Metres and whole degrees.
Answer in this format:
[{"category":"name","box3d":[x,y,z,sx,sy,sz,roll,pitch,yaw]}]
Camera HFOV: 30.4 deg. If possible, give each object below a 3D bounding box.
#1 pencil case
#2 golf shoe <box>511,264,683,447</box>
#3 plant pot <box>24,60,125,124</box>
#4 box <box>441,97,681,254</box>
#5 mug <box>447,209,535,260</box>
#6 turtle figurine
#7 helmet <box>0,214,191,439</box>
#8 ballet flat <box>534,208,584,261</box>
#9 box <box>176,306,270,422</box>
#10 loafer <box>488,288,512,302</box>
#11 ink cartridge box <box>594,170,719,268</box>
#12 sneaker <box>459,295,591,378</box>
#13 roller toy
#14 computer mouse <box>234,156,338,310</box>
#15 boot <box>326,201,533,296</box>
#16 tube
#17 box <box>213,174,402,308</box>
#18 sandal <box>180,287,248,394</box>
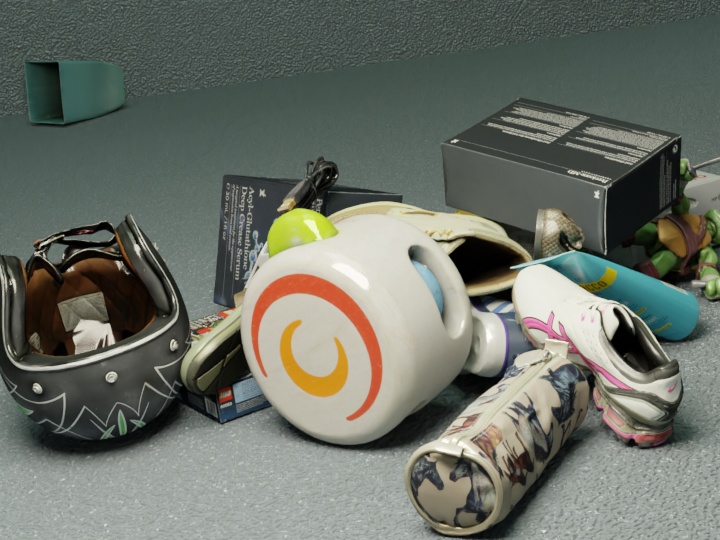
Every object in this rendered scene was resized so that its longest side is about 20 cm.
[{"category":"pencil case","box3d":[0.110,0.128,1.028,0.077,0.090,0.200,3,21,31]},{"category":"golf shoe","box3d":[0.202,0.050,1.112,0.072,0.092,0.200,-20,47,-26]},{"category":"plant pot","box3d":[-0.660,-0.426,3.104,0.141,0.142,0.199,8,16,41]},{"category":"box","box3d":[0.203,-0.101,1.345,0.199,0.079,0.141,20,36,38]},{"category":"mug","box3d":[0.169,-0.034,1.490,0.186,0.149,0.153,-37,18,19]},{"category":"turtle figurine","box3d":[0.335,-0.041,1.385,0.193,0.145,0.200,-18,16,-19]},{"category":"helmet","box3d":[-0.248,0.063,1.233,0.199,0.192,0.200,-20,-13,-5]},{"category":"ballet flat","box3d":[0.194,0.002,1.288,0.046,0.200,0.068,3,61,10]},{"category":"box","box3d":[-0.132,0.090,1.345,0.136,0.038,0.200,-19,20,-31]},{"category":"loafer","box3d":[0.089,0.032,1.387,0.199,0.077,0.067,-2,13,-8]},{"category":"ink cartridge box","box3d":[0.325,-0.075,1.595,0.144,0.085,0.200,-15,17,-21]},{"category":"sneaker","box3d":[0.157,0.064,1.263,0.146,0.081,0.200,3,6,-14]},{"category":"roller toy","box3d":[0.000,0.050,1.174,0.182,0.201,0.140,26,32,24]},{"category":"computer mouse","box3d":[-0.077,-0.013,1.335,0.044,0.200,0.110,27,40,0]},{"category":"boot","box3d":[0.059,-0.020,1.284,0.199,0.073,0.155,3,10,-6]},{"category":"tube","box3d":[0.235,0.016,1.230,0.199,0.051,0.077,20,-28,-36]},{"category":"box","box3d":[-0.061,-0.021,1.450,0.107,0.149,0.199,0,8,-40]},{"category":"sandal","box3d":[-0.105,0.045,1.256,0.057,0.080,0.201,25,37,30]}]
